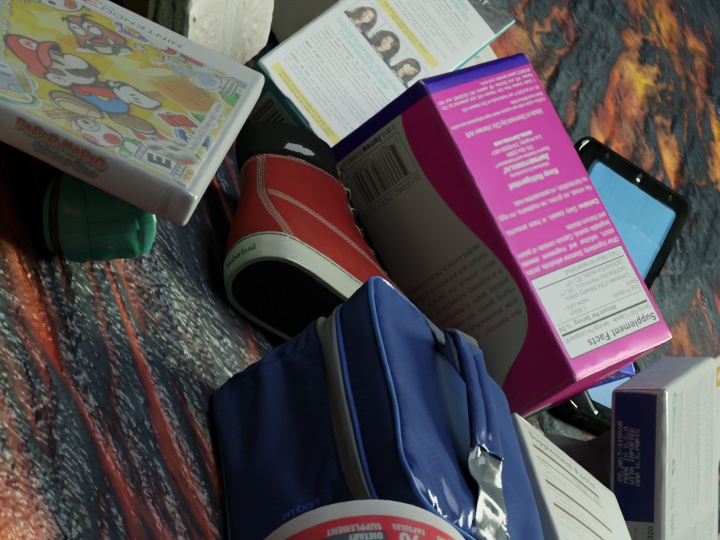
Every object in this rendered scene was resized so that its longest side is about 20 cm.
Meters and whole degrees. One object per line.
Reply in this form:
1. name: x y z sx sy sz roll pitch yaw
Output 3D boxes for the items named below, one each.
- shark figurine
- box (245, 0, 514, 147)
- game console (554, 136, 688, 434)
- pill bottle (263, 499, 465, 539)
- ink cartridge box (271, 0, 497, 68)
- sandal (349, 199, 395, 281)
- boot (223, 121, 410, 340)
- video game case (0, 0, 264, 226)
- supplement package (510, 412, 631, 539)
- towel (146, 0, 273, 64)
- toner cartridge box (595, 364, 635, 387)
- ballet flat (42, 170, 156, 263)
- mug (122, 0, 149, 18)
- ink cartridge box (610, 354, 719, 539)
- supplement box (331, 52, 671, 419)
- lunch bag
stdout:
1. shark figurine: 0.148 0.126 1.774 0.214 0.089 0.129 28 32 -59
2. box: 0.008 -0.137 1.760 0.082 0.049 0.200 51 50 -1
3. game console: 0.195 0.025 2.009 0.200 0.116 0.177 25 35 -56
4. pill bottle: 0.010 0.212 1.226 0.120 0.119 0.201 42 22 -35
5. ink cartridge box: 0.025 -0.149 1.925 0.147 0.083 0.200 60 19 11
6. sandal: 0.021 0.004 1.711 0.200 0.057 0.080 28 41 -28
7. boot: 0.000 0.000 1.612 0.200 0.072 0.145 41 31 -31
8. video game case: -0.148 -0.101 1.383 0.181 0.023 0.200 25 23 -2
9. supplement package: 0.093 0.199 1.466 0.109 0.113 0.201 39 23 -42
10. towel: -0.079 -0.199 1.597 0.034 0.201 0.133 18 29 19
11. toner cartridge box: 0.136 0.028 1.815 0.200 0.043 0.096 17 55 -75
12. ballet flat: -0.112 -0.057 1.438 0.200 0.070 0.068 -75 166 -64
13. mug: -0.127 -0.246 1.629 0.187 0.149 0.153 47 27 -6
14. ink cartridge box: 0.199 0.159 1.758 0.200 0.043 0.198 -17 107 -72
15. supplement box: 0.083 -0.015 1.655 0.103 0.101 0.201 -18 79 -44
16. lunch bag: 0.017 0.103 1.408 0.136 0.132 0.201 42 24 -36
